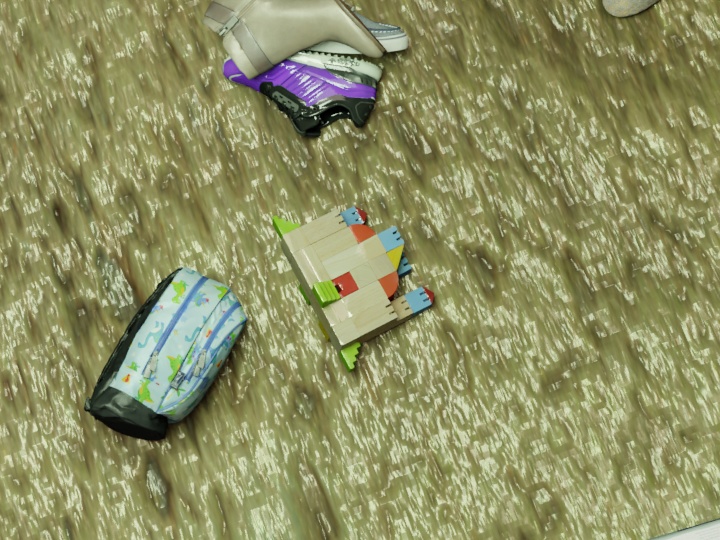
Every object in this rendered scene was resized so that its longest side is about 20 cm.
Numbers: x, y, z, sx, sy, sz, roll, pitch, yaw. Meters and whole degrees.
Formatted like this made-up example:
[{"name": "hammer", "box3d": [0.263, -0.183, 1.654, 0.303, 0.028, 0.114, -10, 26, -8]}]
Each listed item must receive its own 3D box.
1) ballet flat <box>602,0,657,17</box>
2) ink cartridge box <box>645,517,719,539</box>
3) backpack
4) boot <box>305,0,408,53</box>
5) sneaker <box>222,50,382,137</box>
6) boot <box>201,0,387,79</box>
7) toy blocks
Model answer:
[{"name": "ballet flat", "box3d": [0.382, -0.390, 1.522, 0.200, 0.067, 0.068, -38, 77, -3]}, {"name": "ink cartridge box", "box3d": [0.369, 0.393, 1.377, 0.196, 0.043, 0.200, -16, 80, 1]}, {"name": "backpack", "box3d": [-0.221, 0.096, 1.445, 0.153, 0.163, 0.200, 15, 73, 0]}, {"name": "boot", "box3d": [-0.039, -0.320, 1.530, 0.200, 0.073, 0.091, 4, 108, 7]}, {"name": "sneaker", "box3d": [-0.079, -0.217, 1.529, 0.200, 0.070, 0.100, 8, 82, 7]}, {"name": "boot", "box3d": [-0.086, -0.284, 1.477, 0.146, 0.070, 0.200, -44, 81, 5]}, {"name": "toy blocks", "box3d": [0.000, 0.000, 1.475, 0.137, 0.100, 0.200, -27, 78, -12]}]
